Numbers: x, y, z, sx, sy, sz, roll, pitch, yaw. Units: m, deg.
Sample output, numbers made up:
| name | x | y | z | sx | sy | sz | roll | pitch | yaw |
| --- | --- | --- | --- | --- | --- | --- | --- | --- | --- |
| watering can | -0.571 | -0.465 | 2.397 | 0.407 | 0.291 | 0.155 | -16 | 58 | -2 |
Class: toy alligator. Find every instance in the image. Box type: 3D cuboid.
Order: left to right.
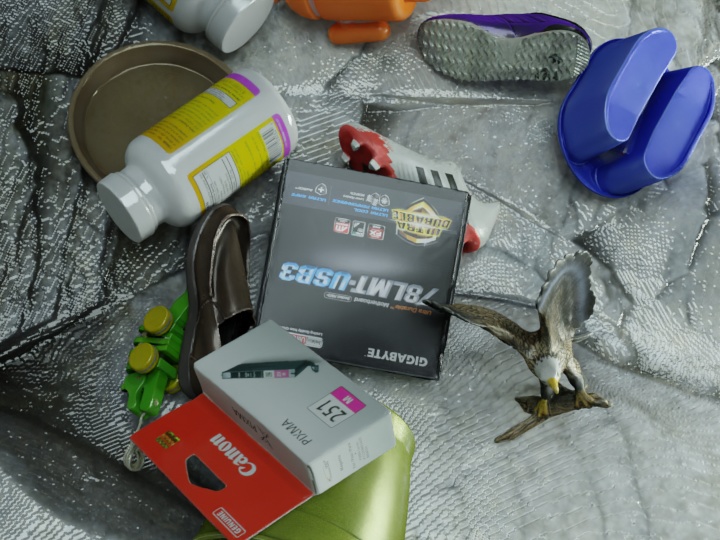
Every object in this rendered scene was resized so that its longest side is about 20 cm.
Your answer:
| name | x | y | z | sx | sy | sz | roll | pitch | yaw |
| --- | --- | --- | --- | --- | --- | --- | --- | --- | --- |
| toy alligator | -0.213 | 0.104 | 1.362 | 0.054 | 0.059 | 0.200 | 0 | 61 | 34 |

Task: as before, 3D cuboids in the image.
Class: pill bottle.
| name | x | y | z | sx | sy | sz | roll | pitch | yaw |
| --- | --- | --- | --- | --- | --- | --- | --- | --- | --- |
| pill bottle | -0.195 | -0.336 | 1.507 | 0.200 | 0.112 | 0.112 | 42 | 68 | 7 |
| pill bottle | -0.168 | -0.114 | 1.397 | 0.200 | 0.104 | 0.104 | -37 | 79 | -21 |

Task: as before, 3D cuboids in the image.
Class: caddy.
| name | x | y | z | sx | sy | sz | roll | pitch | yaw |
| --- | --- | --- | --- | --- | --- | --- | --- | --- | --- |
| caddy | 0.304 | -0.177 | 1.536 | 0.141 | 0.105 | 0.200 | 40 | 65 | -17 |

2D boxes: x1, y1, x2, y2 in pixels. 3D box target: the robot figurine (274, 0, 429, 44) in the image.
| name | x | y | z | sx | sy | sz | roll | pitch | yaw |
| --- | --- | --- | --- | --- | --- | --- | --- | --- | --- |
| robot figurine | -0.007 | -0.337 | 1.520 | 0.200 | 0.144 | 0.117 | 4 | 61 | 18 |

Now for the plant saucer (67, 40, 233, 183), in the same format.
| name | x | y | z | sx | sy | sz | roll | pitch | yaw |
| --- | --- | --- | --- | --- | --- | --- | --- | --- | --- |
| plant saucer | -0.214 | -0.156 | 1.477 | 0.200 | 0.029 | 0.200 | 3 | 68 | -8 |

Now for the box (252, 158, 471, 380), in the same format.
| name | x | y | z | sx | sy | sz | roll | pitch | yaw |
| --- | --- | --- | --- | --- | --- | --- | --- | --- | --- |
| box | 0.000 | 0.000 | 1.411 | 0.200 | 0.050 | 0.199 | 11 | 84 | -4 |

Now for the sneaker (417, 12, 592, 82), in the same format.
| name | x | y | z | sx | sy | sz | roll | pitch | yaw |
| --- | --- | --- | --- | --- | --- | --- | --- | --- | --- |
| sneaker | 0.168 | -0.262 | 1.569 | 0.200 | 0.070 | 0.100 | 9 | 30 | 13 |

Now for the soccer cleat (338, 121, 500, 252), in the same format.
| name | x | y | z | sx | sy | sz | roll | pitch | yaw |
| --- | --- | --- | --- | --- | --- | --- | --- | --- | --- |
| soccer cleat | 0.063 | -0.099 | 1.484 | 0.200 | 0.069 | 0.085 | 40 | 62 | 3 |

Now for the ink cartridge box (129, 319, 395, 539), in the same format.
| name | x | y | z | sx | sy | sz | roll | pitch | yaw |
| --- | --- | --- | --- | --- | --- | --- | --- | --- | --- |
| ink cartridge box | -0.095 | 0.139 | 1.234 | 0.173 | 0.044 | 0.200 | -29 | 39 | -24 |

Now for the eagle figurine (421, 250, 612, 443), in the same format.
| name | x | y | z | sx | sy | sz | roll | pitch | yaw |
| --- | --- | --- | --- | --- | --- | --- | --- | --- | --- |
| eagle figurine | 0.174 | 0.066 | 1.360 | 0.152 | 0.151 | 0.200 | -39 | 116 | -20 |

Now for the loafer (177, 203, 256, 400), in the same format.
| name | x | y | z | sx | sy | sz | roll | pitch | yaw |
| --- | --- | --- | --- | --- | --- | --- | --- | --- | --- |
| loafer | -0.130 | 0.033 | 1.371 | 0.071 | 0.073 | 0.200 | 0 | 84 | 34 |

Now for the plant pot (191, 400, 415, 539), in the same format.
| name | x | y | z | sx | sy | sz | roll | pitch | yaw |
| --- | --- | --- | --- | --- | --- | --- | --- | --- | --- |
| plant pot | -0.036 | 0.220 | 1.282 | 0.200 | 0.200 | 0.193 | 23 | 55 | 0 |
